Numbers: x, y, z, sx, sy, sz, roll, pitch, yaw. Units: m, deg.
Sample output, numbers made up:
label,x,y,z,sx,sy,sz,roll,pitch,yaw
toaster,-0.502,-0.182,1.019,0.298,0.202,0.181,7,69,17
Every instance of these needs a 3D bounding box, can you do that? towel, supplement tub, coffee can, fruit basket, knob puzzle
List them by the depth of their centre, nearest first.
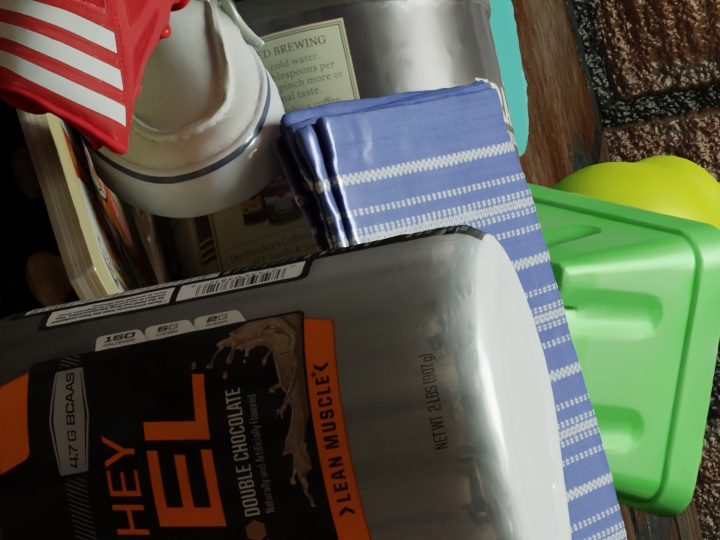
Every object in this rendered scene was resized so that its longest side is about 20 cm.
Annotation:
label,x,y,z,sx,sy,sz,roll,pitch,yaw
supplement tub,-0.043,0.063,0.899,0.122,0.199,0.123,-12,90,-79
towel,0.037,0.033,1.066,0.145,0.024,0.201,-15,90,-58
knob puzzle,-0.103,-0.013,1.085,0.220,0.030,0.221,-23,90,-89
coffee can,0.000,0.000,1.173,0.146,0.145,0.201,27,50,-76
fruit basket,0.098,0.020,1.400,0.216,0.214,0.157,-24,124,-79

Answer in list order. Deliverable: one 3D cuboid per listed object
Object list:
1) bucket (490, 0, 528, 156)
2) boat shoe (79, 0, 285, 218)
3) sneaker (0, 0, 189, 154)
label,x,y,z,sx,sy,sz,roll,pitch,yaw
bucket,0.000,-0.131,1.496,0.207,0.134,0.209,-12,90,-79
boat shoe,-0.084,-0.102,1.075,0.202,0.074,0.086,-116,-178,-52
sneaker,-0.076,-0.110,0.995,0.200,0.078,0.116,-27,136,-54
